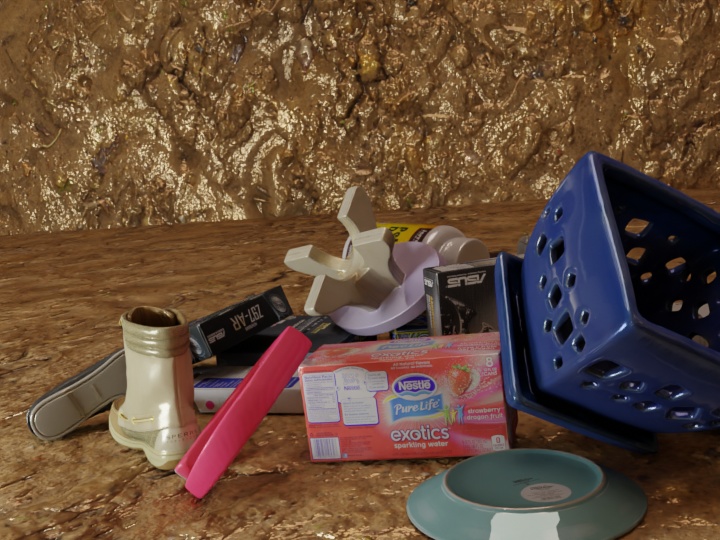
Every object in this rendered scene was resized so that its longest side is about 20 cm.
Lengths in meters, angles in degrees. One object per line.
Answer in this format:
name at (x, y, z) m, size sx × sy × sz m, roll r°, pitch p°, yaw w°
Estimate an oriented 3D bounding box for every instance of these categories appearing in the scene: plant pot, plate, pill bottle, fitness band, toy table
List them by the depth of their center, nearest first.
plate at (0.138, 0.184, 0.834) m, size 0.200 × 0.026 × 0.200 m, roll -4°, pitch 9°, yaw 1°
plant pot at (0.236, 0.045, 0.894) m, size 0.200 × 0.200 × 0.180 m, roll 22°, pitch -44°, yaw -25°
fitness band at (-0.108, 0.131, 0.938) m, size 0.144 × 0.037 × 0.200 m, roll -49°, pitch 5°, yaw 31°
toy table at (0.000, 0.000, 1.246) m, size 0.200 × 0.184 × 0.117 m, roll -24°, pitch -48°, yaw 38°
pill bottle at (0.077, -0.009, 1.362) m, size 0.200 × 0.110 × 0.109 m, roll 5°, pitch 14°, yaw 44°

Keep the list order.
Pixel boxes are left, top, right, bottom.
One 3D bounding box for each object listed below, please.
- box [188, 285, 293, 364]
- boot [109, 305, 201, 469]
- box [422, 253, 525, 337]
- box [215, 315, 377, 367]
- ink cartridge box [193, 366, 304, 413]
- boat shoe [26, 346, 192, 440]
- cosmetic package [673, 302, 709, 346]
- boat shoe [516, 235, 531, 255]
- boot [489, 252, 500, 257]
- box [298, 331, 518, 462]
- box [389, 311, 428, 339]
box at (-0.209, 0.088, 1.289) m, size 0.200 × 0.044 × 0.160 m, roll -22°, pitch 3°, yaw 39°
boot at (-0.224, 0.112, 1.048) m, size 0.073 × 0.156 × 0.200 m, roll -10°, pitch 10°, yaw -27°
box at (0.175, 0.063, 1.123) m, size 0.200 × 0.159 × 0.048 m, roll -7°, pitch 8°, yaw -16°
box at (-0.080, 0.104, 1.332) m, size 0.157 × 0.051 × 0.200 m, roll -1°, pitch 12°, yaw 20°
ink cartridge box at (-0.125, 0.141, 1.191) m, size 0.200 × 0.037 × 0.095 m, roll 0°, pitch 12°, yaw 16°
boat shoe at (-0.295, 0.131, 1.158) m, size 0.200 × 0.067 × 0.057 m, roll -27°, pitch 14°, yaw -21°
cosmetic package at (0.398, 0.079, 1.172) m, size 0.200 × 0.074 × 0.102 m, roll -6°, pitch 10°, yaw 4°
boat shoe at (0.343, -0.003, 1.635) m, size 0.072 × 0.076 × 0.200 m, roll -1°, pitch 26°, yaw -42°
boot at (0.247, -0.001, 1.714) m, size 0.166 × 0.073 × 0.200 m, roll -5°, pitch 6°, yaw 13°
box at (0.050, 0.123, 0.983) m, size 0.200 × 0.103 × 0.095 m, roll -6°, pitch 9°, yaw 15°
box at (0.076, 0.087, 1.314) m, size 0.070 × 0.064 × 0.200 m, roll -5°, pitch 9°, yaw 0°
